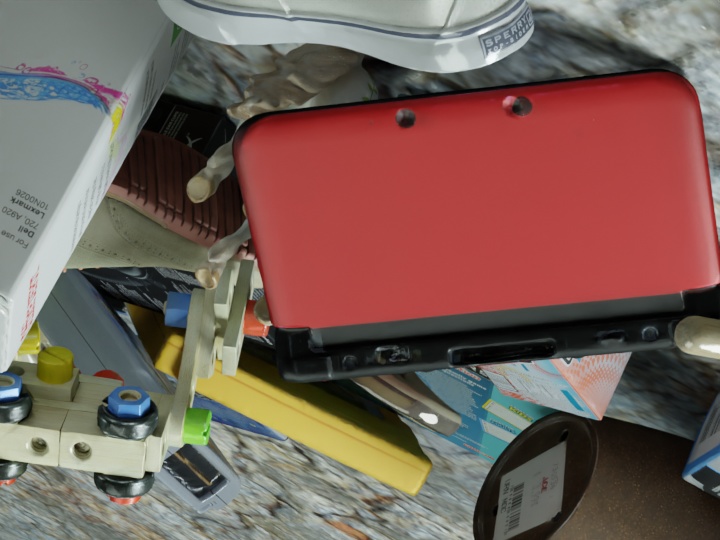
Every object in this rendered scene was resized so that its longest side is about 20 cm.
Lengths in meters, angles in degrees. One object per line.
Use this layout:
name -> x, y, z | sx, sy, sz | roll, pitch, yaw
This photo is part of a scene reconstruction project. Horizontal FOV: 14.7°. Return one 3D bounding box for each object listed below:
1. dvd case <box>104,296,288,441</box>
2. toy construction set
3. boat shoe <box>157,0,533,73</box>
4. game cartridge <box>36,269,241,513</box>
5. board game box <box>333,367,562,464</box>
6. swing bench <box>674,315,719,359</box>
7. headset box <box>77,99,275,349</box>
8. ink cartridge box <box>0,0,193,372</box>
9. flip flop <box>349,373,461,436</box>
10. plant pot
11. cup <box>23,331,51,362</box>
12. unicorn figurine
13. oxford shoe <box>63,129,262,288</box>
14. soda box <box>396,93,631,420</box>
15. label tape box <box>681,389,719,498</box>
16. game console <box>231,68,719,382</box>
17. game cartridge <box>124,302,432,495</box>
dvd case -> -0.154, 0.058, 2.012 | 0.143, 0.018, 0.200 | 13, 159, 44
toy construction set -> -0.142, 0.050, 1.383 | 0.200, 0.131, 0.092 | -6, 116, 9
boat shoe -> -0.017, -0.132, 1.141 | 0.200, 0.071, 0.070 | 17, 134, 45
game cartridge -> -0.131, 0.065, 1.588 | 0.133, 0.042, 0.200 | 57, 179, 16
board game box -> 0.053, 0.048, 1.588 | 0.151, 0.047, 0.200 | 27, 164, 7
swing bench -> 0.261, 0.016, 1.015 | 0.200, 0.130, 0.199 | 30, 164, -26
headset box -> -0.133, -0.039, 1.573 | 0.200, 0.077, 0.149 | 17, 161, 36
ink cartridge box -> -0.151, -0.069, 1.287 | 0.084, 0.200, 0.145 | 28, 164, 0
flip flop -> 0.000, 0.000, 1.406 | 0.081, 0.058, 0.200 | 34, -157, -48
plant pot -> 0.162, 0.166, 1.514 | 0.200, 0.187, 0.187 | 35, 162, -27
cup -> -0.263, 0.043, 1.889 | 0.143, 0.200, 0.200 | -13, 144, 27
unicorn figurine -> -0.027, -0.047, 1.326 | 0.074, 0.137, 0.200 | 38, 150, 2
oxford shoe -> -0.129, -0.031, 1.423 | 0.200, 0.074, 0.071 | 24, -150, -16
soda box -> 0.070, -0.004, 1.362 | 0.064, 0.068, 0.200 | 14, 159, 34
label tape box -> 0.275, 0.113, 1.395 | 0.200, 0.066, 0.143 | 30, 164, 0
game console -> 0.061, -0.017, 1.243 | 0.200, 0.119, 0.172 | -5, 179, 11
game cartridge -> -0.053, 0.062, 1.690 | 0.176, 0.032, 0.200 | 27, -175, -15
